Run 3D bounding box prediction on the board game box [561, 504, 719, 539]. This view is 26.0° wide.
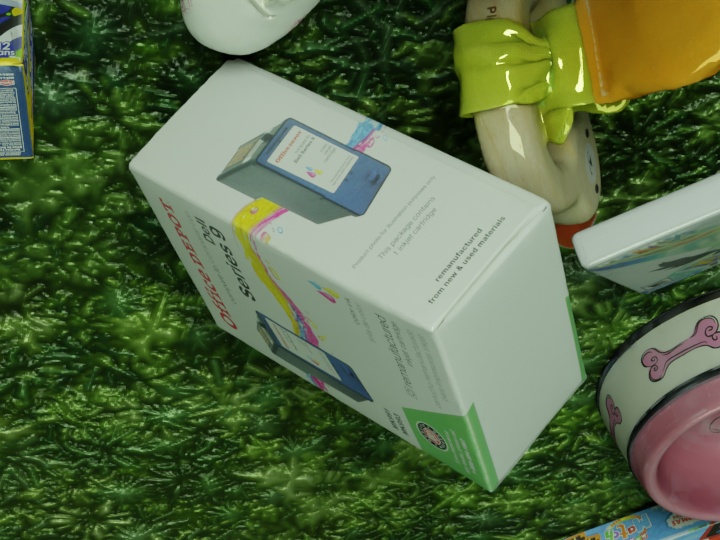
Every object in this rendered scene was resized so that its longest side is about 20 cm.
[{"bbox_3d":[0.245,0.235,1.239,0.199,0.037,0.151,-23,140,18],"label":"board game box"}]

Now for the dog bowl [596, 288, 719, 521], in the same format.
[{"bbox_3d":[0.262,0.095,1.039,0.199,0.074,0.201,-5,141,-4],"label":"dog bowl"}]

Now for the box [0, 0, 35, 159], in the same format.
[{"bbox_3d":[-0.250,-0.091,0.707,0.199,0.070,0.064,-2,140,-9],"label":"box"}]

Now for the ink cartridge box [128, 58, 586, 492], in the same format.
[{"bbox_3d":[0.000,0.000,0.767,0.088,0.200,0.146,-47,145,-19],"label":"ink cartridge box"}]

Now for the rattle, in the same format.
[{"bbox_3d":[0.131,-0.079,0.751,0.142,0.131,0.200,-22,141,14],"label":"rattle"}]

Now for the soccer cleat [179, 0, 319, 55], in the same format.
[{"bbox_3d":[-0.025,-0.151,0.665,0.070,0.087,0.200,13,137,-25],"label":"soccer cleat"}]

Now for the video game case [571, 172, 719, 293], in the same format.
[{"bbox_3d":[0.226,-0.038,0.843,0.199,0.022,0.182,-23,168,17],"label":"video game case"}]
